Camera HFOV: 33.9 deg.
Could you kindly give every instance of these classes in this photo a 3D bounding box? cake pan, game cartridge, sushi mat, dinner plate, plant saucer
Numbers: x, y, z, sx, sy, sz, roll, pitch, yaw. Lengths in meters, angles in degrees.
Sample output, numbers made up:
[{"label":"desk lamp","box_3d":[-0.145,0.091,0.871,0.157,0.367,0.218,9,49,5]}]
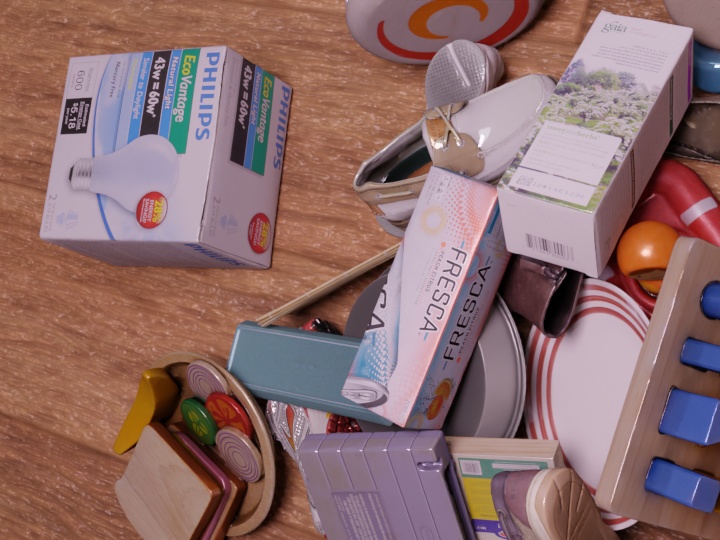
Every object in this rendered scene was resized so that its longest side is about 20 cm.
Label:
[{"label":"cake pan","box_3d":[0.054,0.084,1.024,0.200,0.037,0.200,7,100,46]},{"label":"game cartridge","box_3d":[0.033,0.221,0.989,0.130,0.038,0.200,-3,118,30]},{"label":"sushi mat","box_3d":[0.000,0.000,1.085,0.200,0.096,0.012,-29,89,19]},{"label":"dinner plate","box_3d":[0.192,0.106,0.947,0.200,0.024,0.200,179,90,-66]},{"label":"plant saucer","box_3d":[-0.046,0.087,1.055,0.200,0.019,0.070,7,79,38]}]

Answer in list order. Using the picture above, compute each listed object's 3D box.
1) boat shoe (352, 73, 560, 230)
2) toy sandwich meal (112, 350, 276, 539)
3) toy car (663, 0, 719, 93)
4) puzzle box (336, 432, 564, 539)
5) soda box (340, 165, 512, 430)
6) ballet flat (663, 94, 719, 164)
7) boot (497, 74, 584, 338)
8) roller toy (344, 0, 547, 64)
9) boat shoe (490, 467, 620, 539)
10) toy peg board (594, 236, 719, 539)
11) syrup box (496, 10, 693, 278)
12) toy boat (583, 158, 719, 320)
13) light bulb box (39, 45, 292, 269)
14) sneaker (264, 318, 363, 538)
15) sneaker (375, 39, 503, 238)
[{"label":"boat shoe","box_3d":[0.080,-0.102,0.989,0.200,0.068,0.075,-36,47,30]},{"label":"toy sandwich meal","box_3d":[-0.163,0.174,1.109,0.205,0.070,0.205,15,114,37]},{"label":"toy car","box_3d":[0.353,-0.266,0.944,0.177,0.184,0.200,15,57,30]},{"label":"puzzle box","box_3d":[0.079,0.198,0.990,0.200,0.025,0.133,-1,119,25]},{"label":"soda box","box_3d":[0.060,0.023,0.939,0.068,0.064,0.200,24,94,33]},{"label":"ballet flat","box_3d":[0.270,-0.119,0.983,0.200,0.046,0.067,14,121,32]},{"label":"boot","box_3d":[0.152,-0.057,0.994,0.166,0.072,0.200,35,112,61]},{"label":"roller toy","box_3d":[0.066,-0.284,1.057,0.182,0.200,0.140,-20,70,29]},{"label":"boat shoe","box_3d":[0.156,0.219,0.914,0.065,0.200,0.072,10,52,41]},{"label":"toy peg board","box_3d":[0.295,0.102,0.834,0.098,0.199,0.200,13,84,59]},{"label":"syrup box","box_3d":[0.185,-0.102,0.912,0.079,0.081,0.200,18,60,26]},{"label":"toy boat","box_3d":[0.240,-0.002,0.936,0.130,0.131,0.200,-37,64,15]},{"label":"light bulb box","box_3d":[-0.193,-0.109,1.191,0.200,0.125,0.198,1,79,29]},{"label":"sneaker","box_3d":[-0.041,0.149,1.091,0.082,0.078,0.200,-25,60,28]},{"label":"sneaker","box_3d":[0.079,-0.116,1.087,0.070,0.080,0.200,37,116,20]}]
